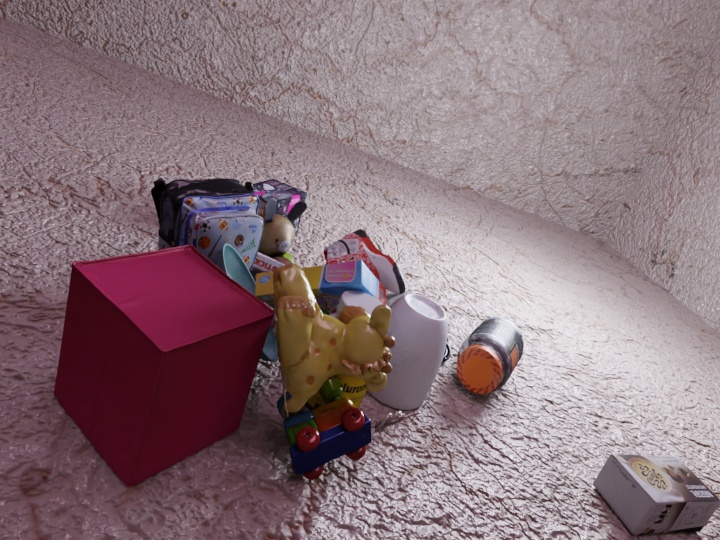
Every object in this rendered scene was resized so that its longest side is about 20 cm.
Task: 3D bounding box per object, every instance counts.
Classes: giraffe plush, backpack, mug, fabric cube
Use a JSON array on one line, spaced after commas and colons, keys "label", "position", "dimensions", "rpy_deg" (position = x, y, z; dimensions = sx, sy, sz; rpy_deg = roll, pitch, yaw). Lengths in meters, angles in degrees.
[{"label": "giraffe plush", "position": [-0.036, 0.097, 0.767], "dimensions": [0.156, 0.175, 0.205], "rpy_deg": [-5, 55, -11]}, {"label": "backpack", "position": [-0.268, -0.053, 0.983], "dimensions": [0.195, 0.195, 0.154], "rpy_deg": [-6, 38, -41]}, {"label": "mug", "position": [0.104, 0.141, 1.063], "dimensions": [0.146, 0.180, 0.197], "rpy_deg": [35, 25, 30]}, {"label": "fabric cube", "position": [-0.265, 0.111, 0.742], "dimensions": [0.197, 0.205, 0.194], "rpy_deg": [33, 25, 25]}]

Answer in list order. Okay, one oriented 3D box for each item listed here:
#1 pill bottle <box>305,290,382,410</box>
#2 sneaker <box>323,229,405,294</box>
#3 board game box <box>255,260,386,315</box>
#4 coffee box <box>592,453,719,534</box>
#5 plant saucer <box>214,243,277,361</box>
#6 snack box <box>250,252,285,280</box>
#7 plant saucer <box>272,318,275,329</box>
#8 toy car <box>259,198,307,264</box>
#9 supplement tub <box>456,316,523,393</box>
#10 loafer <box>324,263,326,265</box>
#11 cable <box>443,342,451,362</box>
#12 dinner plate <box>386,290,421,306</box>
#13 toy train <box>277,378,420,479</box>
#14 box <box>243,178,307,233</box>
[{"label": "pill bottle", "position": [-0.026, 0.141, 0.903], "dimensions": [0.108, 0.206, 0.112], "rpy_deg": [18, 22, -7]}, {"label": "sneaker", "position": [0.000, 0.000, 1.068], "dimensions": [0.105, 0.069, 0.202], "rpy_deg": [-24, 42, -16]}, {"label": "board game box", "position": [-0.066, 0.038, 0.972], "dimensions": [0.193, 0.042, 0.153], "rpy_deg": [-7, -22, 18]}, {"label": "coffee box", "position": [0.548, 0.412, 1.021], "dimensions": [0.194, 0.082, 0.114], "rpy_deg": [12, 23, -26]}, {"label": "plant saucer", "position": [-0.190, 0.058, 0.890], "dimensions": [0.035, 0.204, 0.201], "rpy_deg": [-22, 30, 0]}, {"label": "snack box", "position": [-0.168, 0.022, 1.131], "dimensions": [0.197, 0.074, 0.024], "rpy_deg": [27, 0, -40]}, {"label": "plant saucer", "position": [-0.253, 0.089, 1.001], "dimensions": [0.194, 0.052, 0.202], "rpy_deg": [19, 22, -8]}, {"label": "toy car", "position": [-0.178, -0.056, 1.193], "dimensions": [0.161, 0.205, 0.157], "rpy_deg": [-2, 32, -45]}, {"label": "supplement tub", "position": [0.284, 0.186, 1.211], "dimensions": [0.120, 0.126, 0.199], "rpy_deg": [30, 23, 19]}, {"label": "loafer", "position": [-0.079, 0.075, 1.116], "dimensions": [0.062, 0.072, 0.204], "rpy_deg": [31, 53, -14]}, {"label": "cable", "position": [0.121, 0.134, 1.264], "dimensions": [0.160, 0.052, 0.199], "rpy_deg": [-1, 32, -46]}, {"label": "dinner plate", "position": [0.033, 0.083, 1.115], "dimensions": [0.197, 0.199, 0.025], "rpy_deg": [-6, 64, -49]}, {"label": "toy train", "position": [-0.023, 0.208, 0.816], "dimensions": [0.194, 0.087, 0.117], "rpy_deg": [-18, 43, -18]}, {"label": "box", "position": [-0.239, -0.146, 1.426], "dimensions": [0.112, 0.136, 0.200], "rpy_deg": [23, 21, 13]}]
